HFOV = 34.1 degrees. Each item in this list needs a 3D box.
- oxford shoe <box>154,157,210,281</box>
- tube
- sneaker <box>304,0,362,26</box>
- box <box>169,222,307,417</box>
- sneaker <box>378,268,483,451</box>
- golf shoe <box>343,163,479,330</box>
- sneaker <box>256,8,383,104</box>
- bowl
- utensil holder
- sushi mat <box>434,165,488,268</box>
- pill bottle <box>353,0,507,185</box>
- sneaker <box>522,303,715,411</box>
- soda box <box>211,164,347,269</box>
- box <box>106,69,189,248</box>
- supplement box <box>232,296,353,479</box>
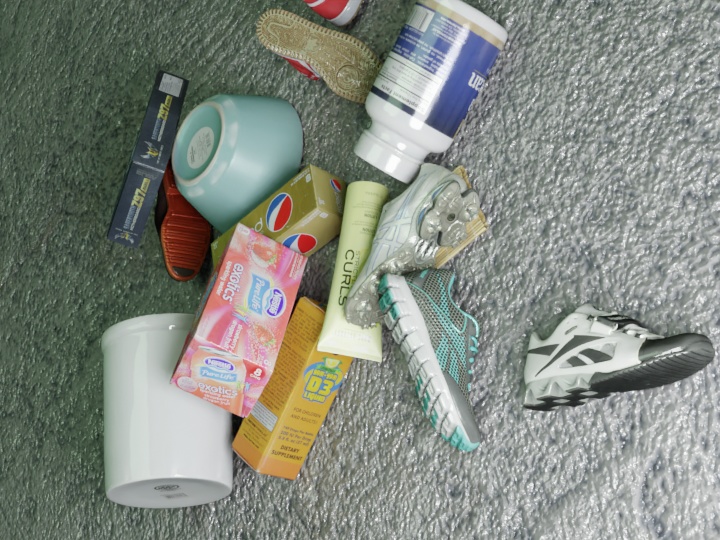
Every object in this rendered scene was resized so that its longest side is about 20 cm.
[{"bbox_3d":[-0.257,-0.060,1.663,0.073,0.070,0.203,-50,36,45],"label":"oxford shoe"},{"bbox_3d":[0.000,0.000,1.336,0.057,0.052,0.204,-1,70,25],"label":"tube"},{"bbox_3d":[-0.027,-0.429,1.505,0.071,0.112,0.203,18,88,48],"label":"sneaker"},{"bbox_3d":[-0.139,0.056,1.383,0.095,0.101,0.202,-56,12,40],"label":"box"},{"bbox_3d":[0.092,0.084,1.213,0.078,0.090,0.203,115,135,-71],"label":"sneaker"},{"bbox_3d":[0.045,-0.028,1.295,0.201,0.078,0.097,-50,41,10],"label":"golf shoe"},{"bbox_3d":[-0.031,-0.266,1.502,0.198,0.112,0.072,33,97,18],"label":"sneaker"},{"bbox_3d":[-0.179,-0.155,1.578,0.199,0.104,0.204,-21,59,40],"label":"bowl"},{"bbox_3d":[-0.239,0.178,1.463,0.169,0.169,0.203,-25,59,38],"label":"utensil holder"},{"bbox_3d":[0.060,-0.026,1.336,0.199,0.012,0.097,-40,50,30],"label":"sushi mat"},{"bbox_3d":[0.073,-0.203,1.320,0.111,0.110,0.202,39,104,47],"label":"pill bottle"},{"bbox_3d":[0.227,0.067,1.073,0.198,0.073,0.090,-18,64,41],"label":"sneaker"},{"bbox_3d":[-0.102,-0.045,1.480,0.199,0.063,0.069,-36,51,33],"label":"soda box"},{"bbox_3d":[-0.297,-0.157,1.647,0.159,0.050,0.202,119,163,-44],"label":"box"},{"bbox_3d":[-0.073,0.138,1.374,0.068,0.066,0.203,29,97,48],"label":"supplement box"}]
